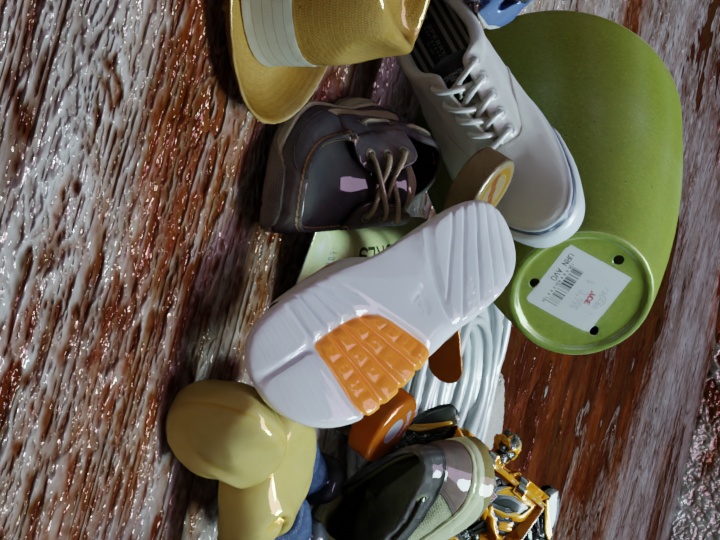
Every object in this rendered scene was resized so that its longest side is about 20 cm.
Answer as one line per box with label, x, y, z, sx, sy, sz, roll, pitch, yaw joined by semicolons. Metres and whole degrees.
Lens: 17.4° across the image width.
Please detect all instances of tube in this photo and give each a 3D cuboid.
tube;0.000;0.000;1.476;0.200;0.052;0.058;-12;83;-67

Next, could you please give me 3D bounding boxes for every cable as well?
cable;0.048;0.079;1.663;0.200;0.069;0.202;-37;138;-66

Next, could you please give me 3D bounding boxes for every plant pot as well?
plant pot;0.132;-0.040;1.535;0.201;0.185;0.188;-93;-176;-56

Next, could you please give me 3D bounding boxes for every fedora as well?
fedora;-0.008;-0.168;1.250;0.200;0.081;0.202;13;90;-74

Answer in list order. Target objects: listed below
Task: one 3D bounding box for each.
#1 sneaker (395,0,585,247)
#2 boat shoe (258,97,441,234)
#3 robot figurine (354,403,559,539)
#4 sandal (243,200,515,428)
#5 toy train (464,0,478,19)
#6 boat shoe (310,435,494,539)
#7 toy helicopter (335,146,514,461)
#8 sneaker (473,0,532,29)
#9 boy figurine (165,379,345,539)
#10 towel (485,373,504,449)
sneaker;0.067;-0.100;1.444;0.073;0.201;0.071;-37;154;5
boat shoe;-0.001;-0.062;1.372;0.200;0.073;0.075;-38;138;-66
robot figurine;0.044;0.189;1.540;0.201;0.145;0.058;-52;-165;-2
sandal;0.007;0.027;1.321;0.206;0.059;0.080;-31;100;-38
toy train;0.070;-0.132;1.640;0.201;0.034;0.046;85;20;-48
boat shoe;-0.003;0.160;1.444;0.066;0.201;0.072;18;45;-38
toy helicopter;0.041;0.014;1.420;0.201;0.079;0.132;-61;159;19
sneaker;0.100;-0.250;1.420;0.081;0.114;0.200;-87;158;-54
boy figurine;-0.059;0.116;1.326;0.200;0.064;0.125;54;50;-68
towel;0.083;0.189;1.929;0.201;0.034;0.133;-62;159;-45
